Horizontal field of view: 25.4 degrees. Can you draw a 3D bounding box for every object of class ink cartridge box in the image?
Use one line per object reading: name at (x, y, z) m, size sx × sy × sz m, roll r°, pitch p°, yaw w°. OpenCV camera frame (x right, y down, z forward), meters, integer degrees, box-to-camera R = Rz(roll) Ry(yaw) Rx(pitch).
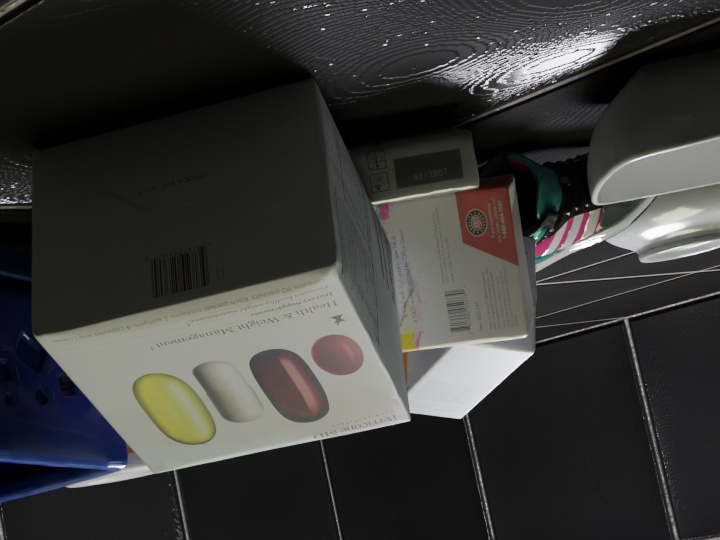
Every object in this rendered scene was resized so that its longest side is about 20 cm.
ink cartridge box at (0.024, 0.000, 1.217) m, size 0.199 × 0.117 × 0.068 m, roll -7°, pitch -170°, yaw 11°
ink cartridge box at (-0.014, -0.077, 1.216) m, size 0.162 × 0.057 × 0.200 m, roll -11°, pitch -167°, yaw -10°

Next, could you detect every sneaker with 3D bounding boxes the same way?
sneaker at (0.168, -0.070, 1.357) m, size 0.200 × 0.084 × 0.121 m, roll -32°, pitch 155°, yaw 3°

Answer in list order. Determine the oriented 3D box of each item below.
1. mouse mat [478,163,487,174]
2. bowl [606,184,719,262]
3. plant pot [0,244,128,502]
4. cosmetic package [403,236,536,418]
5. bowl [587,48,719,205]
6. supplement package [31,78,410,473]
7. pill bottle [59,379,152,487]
mouse mat at (0.007, -0.031, 1.390) m, size 0.200 × 0.008 × 0.161 m, roll -23°, pitch -170°, yaw 46°
bowl at (0.311, -0.062, 1.573) m, size 0.200 × 0.091 × 0.201 m, roll -11°, pitch 173°, yaw -1°
plant pot at (-0.320, 0.079, 1.230) m, size 0.199 × 0.180 × 0.200 m, roll -18°, pitch 162°, yaw 30°
cosmetic package at (0.084, 0.050, 1.360) m, size 0.071 × 0.102 × 0.200 m, roll 8°, pitch 157°, yaw -13°
bowl at (0.265, -0.114, 1.189) m, size 0.199 × 0.075 × 0.200 m, roll -12°, pitch 173°, yaw -2°
supplement package at (-0.085, 0.011, 1.039) m, size 0.191 × 0.148 × 0.200 m, roll -13°, pitch 146°, yaw 10°
pill bottle at (-0.212, 0.073, 1.338) m, size 0.113 × 0.201 × 0.113 m, roll -12°, pitch 172°, yaw -2°
